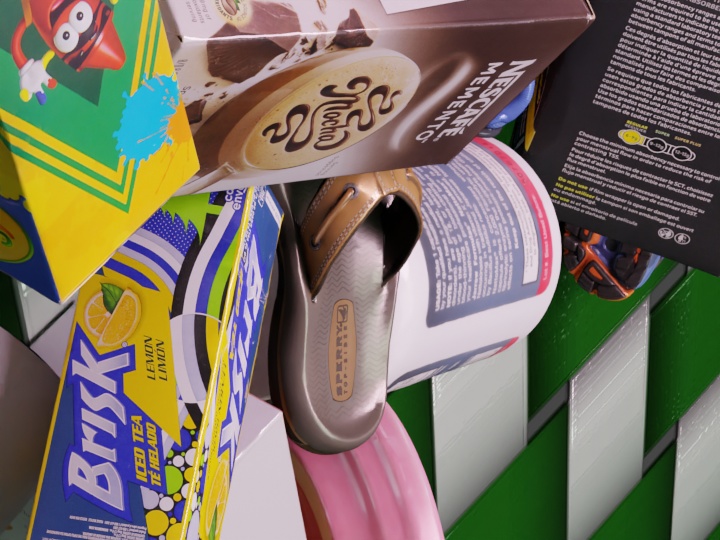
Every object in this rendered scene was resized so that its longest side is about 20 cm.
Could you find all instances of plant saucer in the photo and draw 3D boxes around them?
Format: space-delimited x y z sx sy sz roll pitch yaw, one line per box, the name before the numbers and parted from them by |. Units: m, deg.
plant saucer | -0.014 0.156 1.251 0.050 0.201 0.202 -8 126 -21

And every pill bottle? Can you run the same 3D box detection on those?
pill bottle | 0.000 0.000 1.194 0.200 0.119 0.120 -14 125 -55

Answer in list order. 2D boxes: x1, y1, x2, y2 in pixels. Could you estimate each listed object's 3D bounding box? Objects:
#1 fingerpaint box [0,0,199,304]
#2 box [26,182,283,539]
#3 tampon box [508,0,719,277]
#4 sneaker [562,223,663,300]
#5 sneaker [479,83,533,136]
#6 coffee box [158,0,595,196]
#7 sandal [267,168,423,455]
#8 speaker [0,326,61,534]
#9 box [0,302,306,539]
fingerpaint box | -0.158 -0.103 0.757 0.073 0.199 0.167 -46 148 -27
box | -0.083 0.056 0.985 0.070 0.064 0.201 66 34 -72
tampon box | 0.167 -0.129 1.255 0.201 0.125 0.150 111 -3 -48
sneaker | 0.182 -0.082 1.499 0.078 0.075 0.201 -26 143 -61
sneaker | 0.050 -0.097 1.205 0.200 0.078 0.076 -36 145 -64
coffee box | -0.025 -0.092 0.940 0.199 0.080 0.113 -9 155 -39
sandal | -0.006 -0.017 1.060 0.081 0.054 0.202 -6 99 -42
speaker | -0.199 0.111 0.992 0.200 0.081 0.081 -52 150 -21
box | -0.099 0.133 1.133 0.098 0.124 0.201 -46 148 -30
